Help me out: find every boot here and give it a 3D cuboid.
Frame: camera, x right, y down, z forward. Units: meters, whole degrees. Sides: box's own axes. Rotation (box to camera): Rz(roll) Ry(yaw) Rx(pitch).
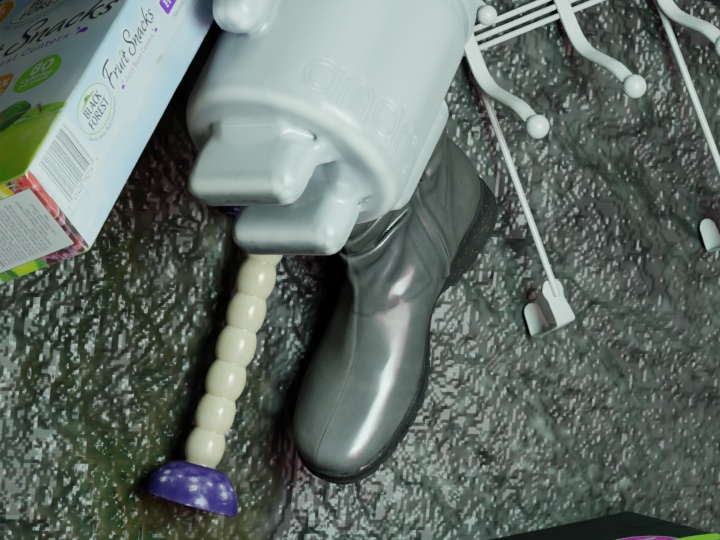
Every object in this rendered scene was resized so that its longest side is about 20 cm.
[{"bbox_3d":[0.000,0.000,1.525,0.201,0.069,0.132,-69,154,-21],"label":"boot"}]

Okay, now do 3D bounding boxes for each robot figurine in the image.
[{"bbox_3d":[-0.012,-0.103,1.415,0.170,0.112,0.201,51,52,-44],"label":"robot figurine"}]

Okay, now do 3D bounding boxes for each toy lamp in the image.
[{"bbox_3d":[-0.061,0.027,1.530,0.058,0.058,0.201,16,86,-31],"label":"toy lamp"}]

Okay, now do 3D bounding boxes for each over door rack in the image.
[{"bbox_3d":[0.145,-0.079,1.635,0.147,0.067,0.201,-23,106,-26],"label":"over door rack"}]

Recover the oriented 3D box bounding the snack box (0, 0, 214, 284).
[{"bbox_3d":[-0.157,-0.069,1.366,0.053,0.142,0.200,53,38,-25],"label":"snack box"}]

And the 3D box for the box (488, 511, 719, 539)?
[{"bbox_3d":[0.114,0.217,1.601,0.199,0.148,0.125,-9,99,-30],"label":"box"}]
